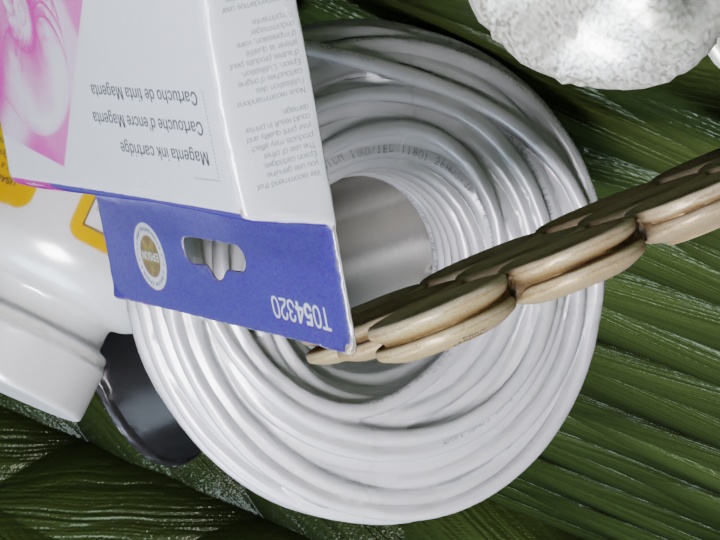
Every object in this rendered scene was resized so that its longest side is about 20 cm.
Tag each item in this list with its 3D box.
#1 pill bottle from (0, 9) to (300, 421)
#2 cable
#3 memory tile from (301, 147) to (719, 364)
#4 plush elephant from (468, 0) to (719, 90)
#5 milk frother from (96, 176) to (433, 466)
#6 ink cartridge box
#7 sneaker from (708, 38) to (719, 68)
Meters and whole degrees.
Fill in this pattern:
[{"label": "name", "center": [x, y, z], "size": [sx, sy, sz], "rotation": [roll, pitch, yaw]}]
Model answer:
[{"label": "pill bottle", "center": [-0.113, -0.044, 1.161], "size": [0.112, 0.201, 0.113], "rotation": [23, 172, 3]}, {"label": "cable", "center": [0.000, 0.000, 1.107], "size": [0.199, 0.201, 0.069], "rotation": [2, 180, -20]}, {"label": "memory tile", "center": [0.080, -0.009, 0.966], "size": [0.017, 0.199, 0.153], "rotation": [67, 165, -4]}, {"label": "plush elephant", "center": [0.107, -0.077, 0.431], "size": [0.164, 0.156, 0.200], "rotation": [21, 172, 24]}, {"label": "milk frother", "center": [-0.034, -0.040, 1.253], "size": [0.187, 0.181, 0.201], "rotation": [-17, 119, 23]}, {"label": "ink cartridge box", "center": [-0.079, -0.073, 0.960], "size": [0.043, 0.201, 0.196], "rotation": [-14, -169, -27]}, {"label": "sneaker", "center": [0.116, -0.077, 0.670], "size": [0.075, 0.087, 0.200], "rotation": [16, 170, 39]}]
